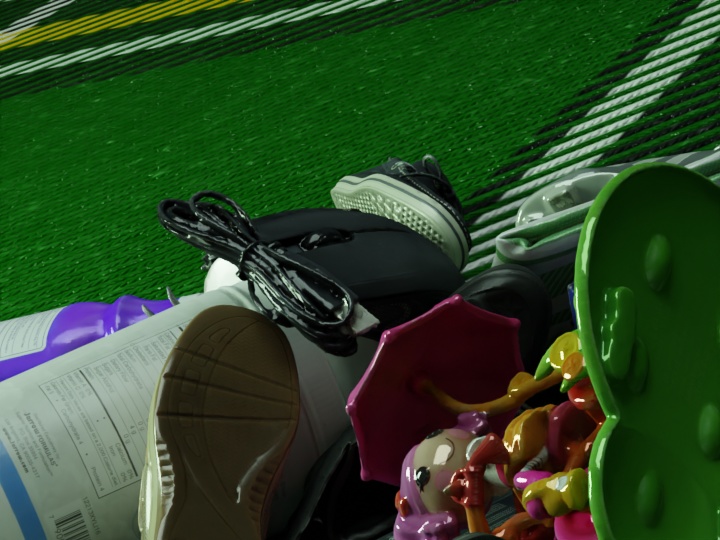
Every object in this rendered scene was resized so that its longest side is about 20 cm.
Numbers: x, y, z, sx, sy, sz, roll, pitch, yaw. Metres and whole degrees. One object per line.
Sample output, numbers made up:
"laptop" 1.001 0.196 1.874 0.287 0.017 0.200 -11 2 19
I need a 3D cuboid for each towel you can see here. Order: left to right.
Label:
"towel" 0.129 0.001 1.447 0.152 0.023 0.200 -21 -18 -11

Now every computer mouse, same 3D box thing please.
"computer mouse" 0.000 0.000 1.400 0.138 0.053 0.200 36 11 32

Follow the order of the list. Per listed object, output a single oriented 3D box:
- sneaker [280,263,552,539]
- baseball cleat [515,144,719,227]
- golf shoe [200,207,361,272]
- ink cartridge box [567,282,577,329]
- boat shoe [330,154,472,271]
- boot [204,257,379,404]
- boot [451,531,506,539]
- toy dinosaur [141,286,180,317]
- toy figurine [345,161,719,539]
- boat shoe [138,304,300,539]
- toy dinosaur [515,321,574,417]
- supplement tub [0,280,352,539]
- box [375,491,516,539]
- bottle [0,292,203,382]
"sneaker" 0.025 0.084 1.312 0.200 0.060 0.104 -48 5 4
"baseball cleat" 0.194 -0.040 1.644 0.199 0.070 0.106 -6 12 7
"golf shoe" -0.011 -0.012 1.726 0.094 0.078 0.199 -30 22 -37
"ink cartridge box" 0.192 0.037 1.300 0.136 0.077 0.200 -23 28 -17
"boat shoe" 0.036 -0.040 1.772 0.062 0.075 0.200 -28 13 -11
"boot" 0.005 0.046 1.494 0.090 0.073 0.200 -1 31 -43
"boot" -0.032 0.170 1.098 0.200 0.069 0.174 -51 25 -8
"toy dinosaur" -0.060 0.057 1.553 0.199 0.105 0.182 -7 35 0
"toy figurine" 0.072 0.071 1.170 0.184 0.150 0.201 -21 42 41
"boat shoe" -0.076 0.107 1.295 0.071 0.065 0.201 16 52 -9
"toy dinosaur" 0.119 0.071 1.386 0.199 0.048 0.088 -28 34 -31
"supplement tub" -0.116 0.098 1.392 0.199 0.133 0.132 -23 18 -20
"box" 0.079 0.141 1.193 0.199 0.051 0.157 -25 18 -25
"bottle" -0.185 0.058 1.700 0.199 0.066 0.084 -13 18 15
